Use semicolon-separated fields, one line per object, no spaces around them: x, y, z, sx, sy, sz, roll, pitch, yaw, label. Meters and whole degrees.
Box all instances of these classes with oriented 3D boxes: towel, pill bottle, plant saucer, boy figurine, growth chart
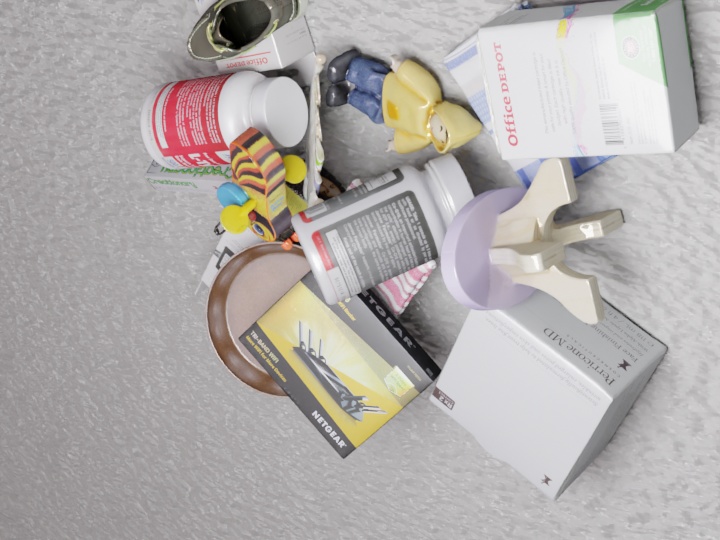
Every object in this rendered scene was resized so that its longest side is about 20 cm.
0.185;-0.185;1.593;0.147;0.024;0.200;-28;95;50;towel
0.000;0.000;1.772;0.146;0.030;0.200;46;135;11;towel
0.032;-0.050;1.646;0.114;0.199;0.114;156;90;-88;pill bottle
-0.097;0.060;1.802;0.199;0.034;0.201;4;103;17;plant saucer
0.052;-0.187;1.687;0.200;0.064;0.125;31;131;29;boy figurine
-0.168;-0.187;1.780;0.199;0.112;0.113;-2;114;37;pill bottle
-0.056;-0.150;1.740;0.145;0.018;0.201;126;145;-77;growth chart

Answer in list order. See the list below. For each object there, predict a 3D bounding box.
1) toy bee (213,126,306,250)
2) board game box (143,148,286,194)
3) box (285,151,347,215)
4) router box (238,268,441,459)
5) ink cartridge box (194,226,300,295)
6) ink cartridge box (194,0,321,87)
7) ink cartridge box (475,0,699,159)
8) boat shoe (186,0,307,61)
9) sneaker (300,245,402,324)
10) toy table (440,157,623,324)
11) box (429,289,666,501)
-0.110;-0.083;1.726;0.109;0.131;0.200;38;171;13;toy bee
-0.182;-0.159;1.879;0.199;0.127;0.035;6;149;41;board game box
-0.029;-0.062;1.837;0.200;0.075;0.050;42;137;13;box
-0.025;0.103;1.745;0.157;0.052;0.200;-43;88;20;router box
-0.139;-0.026;1.933;0.067;0.116;0.200;44;138;11;ink cartridge box
-0.133;-0.310;1.776;0.116;0.067;0.201;-2;114;43;ink cartridge box
0.232;-0.196;1.470;0.199;0.087;0.146;-1;112;33;ink cartridge box
-0.148;-0.293;1.706;0.201;0.060;0.072;-17;103;45;boat shoe
-0.014;0.020;1.877;0.200;0.071;0.099;38;141;24;sneaker
0.191;-0.027;1.554;0.117;0.200;0.184;-6;115;40;toy table
0.216;0.123;1.683;0.199;0.131;0.200;38;136;18;box
